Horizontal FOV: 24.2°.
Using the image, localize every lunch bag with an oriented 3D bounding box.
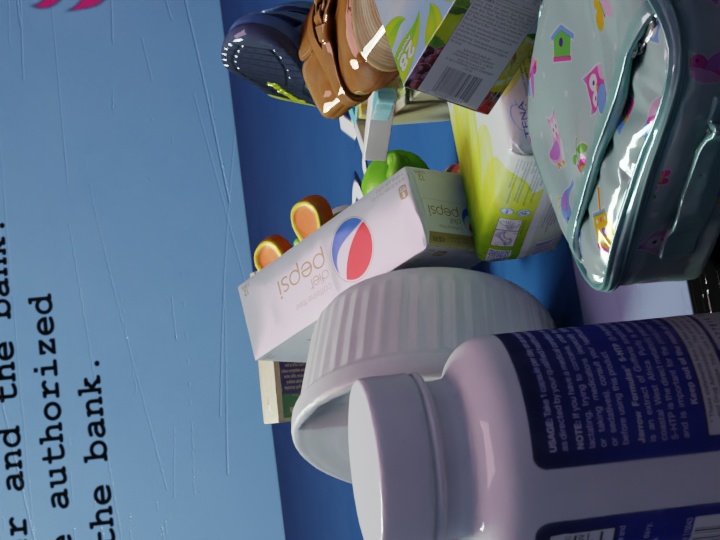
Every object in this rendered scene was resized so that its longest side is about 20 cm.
[{"bbox_3d":[0.143,-0.095,0.850,0.200,0.077,0.161,96,165,-49],"label":"lunch bag"}]

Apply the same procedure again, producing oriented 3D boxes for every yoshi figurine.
[{"bbox_3d":[0.001,-0.047,1.386,0.112,0.200,0.113,19,112,37],"label":"yoshi figurine"}]

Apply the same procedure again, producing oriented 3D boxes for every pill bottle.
[{"bbox_3d":[0.099,0.089,0.843,0.120,0.199,0.120,175,90,-80],"label":"pill bottle"}]

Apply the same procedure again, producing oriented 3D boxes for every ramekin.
[{"bbox_3d":[0.052,0.076,1.165,0.203,0.201,0.095,102,170,-61],"label":"ramekin"}]

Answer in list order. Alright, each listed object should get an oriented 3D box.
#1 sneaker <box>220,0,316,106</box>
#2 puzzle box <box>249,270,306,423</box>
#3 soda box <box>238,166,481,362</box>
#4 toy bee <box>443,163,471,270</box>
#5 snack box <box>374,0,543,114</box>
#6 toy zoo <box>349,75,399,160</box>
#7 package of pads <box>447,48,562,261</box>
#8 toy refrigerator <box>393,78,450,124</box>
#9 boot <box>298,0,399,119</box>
[{"bbox_3d":[-0.059,-0.189,1.378,0.200,0.074,0.083,23,-97,-78],"label":"sneaker"},{"bbox_3d":[-0.005,0.061,1.486,0.025,0.199,0.134,-11,83,52],"label":"puzzle box"},{"bbox_3d":[0.000,0.000,1.207,0.200,0.068,0.064,-35,62,41],"label":"soda box"},{"bbox_3d":[0.052,-0.027,1.282,0.131,0.109,0.200,-44,-14,-43],"label":"toy bee"},{"bbox_3d":[0.080,-0.222,0.977,0.200,0.067,0.169,-58,30,33],"label":"snack box"},{"bbox_3d":[0.010,-0.177,1.371,0.200,0.020,0.132,-106,21,-62],"label":"toy zoo"},{"bbox_3d":[0.101,-0.128,1.114,0.155,0.068,0.201,102,160,-64],"label":"package of pads"},{"bbox_3d":[0.056,-0.169,1.352,0.200,0.070,0.076,164,101,-80],"label":"toy refrigerator"},{"bbox_3d":[-0.003,-0.225,1.254,0.155,0.073,0.201,137,137,-58],"label":"boot"}]
